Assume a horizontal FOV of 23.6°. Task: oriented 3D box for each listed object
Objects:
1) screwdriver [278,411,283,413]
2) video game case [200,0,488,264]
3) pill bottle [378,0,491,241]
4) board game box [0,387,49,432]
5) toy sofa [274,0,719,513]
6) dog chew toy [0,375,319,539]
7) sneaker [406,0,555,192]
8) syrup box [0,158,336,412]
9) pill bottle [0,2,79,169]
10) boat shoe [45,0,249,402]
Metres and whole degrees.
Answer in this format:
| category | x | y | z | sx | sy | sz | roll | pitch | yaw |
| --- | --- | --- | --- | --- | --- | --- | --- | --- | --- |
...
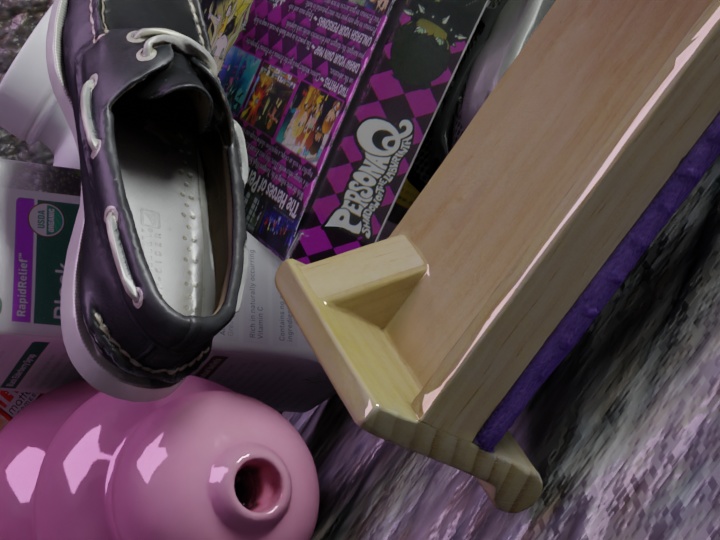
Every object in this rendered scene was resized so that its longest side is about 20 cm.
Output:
| category | x | y | z | sx | sy | sz | roll | pitch | yaw |
| --- | --- | --- | --- | --- | --- | --- | --- | --- | --- |
| screwdriver | 0.000 | 0.000 | 0.843 | 0.200 | 0.029 | 0.028 | -52 | 8 | -2 |
| video game case | -0.013 | -0.105 | 0.684 | 0.181 | 0.036 | 0.200 | -65 | 26 | 5 |
| pill bottle | 0.046 | -0.115 | 0.757 | 0.200 | 0.111 | 0.111 | -53 | 9 | 19 |
| board game box | -0.226 | 0.128 | 0.831 | 0.200 | 0.046 | 0.151 | -53 | 17 | -16 |
| toy sofa | 0.075 | -0.036 | 0.470 | 0.200 | 0.098 | 0.083 | -54 | 34 | 14 |
| dog chew toy | -0.082 | 0.097 | 0.696 | 0.200 | 0.125 | 0.125 | -23 | 34 | 60 |
| sneaker | 0.071 | -0.096 | 0.661 | 0.114 | 0.076 | 0.200 | -29 | 33 | 58 |
| syrup box | -0.102 | 0.009 | 0.769 | 0.081 | 0.200 | 0.079 | 140 | 133 | -58 |
| pill bottle | -0.093 | -0.061 | 0.921 | 0.112 | 0.200 | 0.112 | -55 | 9 | 13 |
| boat shoe | -0.077 | -0.052 | 0.644 | 0.060 | 0.074 | 0.200 | -39 | 43 | 48 |
